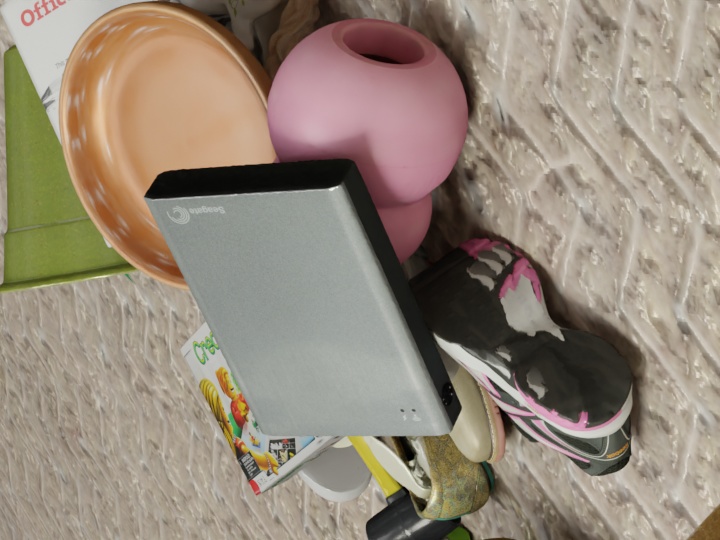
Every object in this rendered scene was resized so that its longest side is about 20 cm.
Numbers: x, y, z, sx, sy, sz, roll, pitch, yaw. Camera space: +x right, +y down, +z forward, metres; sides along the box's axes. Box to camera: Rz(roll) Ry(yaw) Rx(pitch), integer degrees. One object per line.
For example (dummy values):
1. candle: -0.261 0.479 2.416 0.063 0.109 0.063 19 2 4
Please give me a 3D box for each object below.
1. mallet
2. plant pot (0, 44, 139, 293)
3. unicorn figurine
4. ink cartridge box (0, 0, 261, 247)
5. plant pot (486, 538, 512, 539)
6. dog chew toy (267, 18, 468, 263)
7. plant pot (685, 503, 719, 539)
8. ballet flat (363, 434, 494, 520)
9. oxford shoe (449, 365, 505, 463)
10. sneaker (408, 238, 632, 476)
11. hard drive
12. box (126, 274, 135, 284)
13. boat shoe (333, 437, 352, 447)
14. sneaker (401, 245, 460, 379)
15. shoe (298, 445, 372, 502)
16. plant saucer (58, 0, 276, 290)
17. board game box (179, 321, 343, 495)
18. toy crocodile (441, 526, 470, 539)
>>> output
1. mallet: -0.011 0.122 1.752 0.200 0.066 0.041 51 -161 5
2. plant pot: -0.205 -0.092 1.914 0.200 0.199 0.191 177 83 -66
3. unicorn figurine: -0.114 -0.195 1.661 0.074 0.199 0.138 -23 -50 -78
4. ink cartridge box: -0.153 -0.140 1.770 0.146 0.084 0.201 -26 87 32
5. plant pot: 0.110 0.274 1.562 0.200 0.186 0.187 -117 18 -45
6. dog chew toy: -0.005 -0.053 1.512 0.125 0.124 0.201 44 132 42
7. plant pot: 0.245 0.212 1.218 0.200 0.186 0.187 43 151 18
8. ballet flat: 0.021 0.088 1.710 0.200 0.071 0.071 59 157 17
9. oxford shoe: 0.027 0.057 1.652 0.200 0.074 0.071 55 155 25
10. sneaker: 0.099 0.062 1.502 0.200 0.080 0.087 50 164 46
11. hard drive: -0.033 0.019 1.488 0.139 0.033 0.200 -2 130 29
12. box: -0.228 -0.095 2.110 0.117 0.048 0.201 35 140 51
13. boat shoe: -0.039 0.034 1.793 0.201 0.071 0.063 66 -161 -2
14. sneaker: 0.000 0.000 1.618 0.200 0.082 0.077 64 -166 24
15. shoe: -0.049 0.110 1.889 0.200 0.071 0.091 60 159 29
16. plant saucer: -0.118 -0.086 1.631 0.200 0.037 0.201 15 117 33
17. board game box: -0.063 0.078 1.736 0.127 0.035 0.200 62 155 8
18. toy crocodile: 0.077 0.244 1.742 0.200 0.062 0.068 36 144 50
